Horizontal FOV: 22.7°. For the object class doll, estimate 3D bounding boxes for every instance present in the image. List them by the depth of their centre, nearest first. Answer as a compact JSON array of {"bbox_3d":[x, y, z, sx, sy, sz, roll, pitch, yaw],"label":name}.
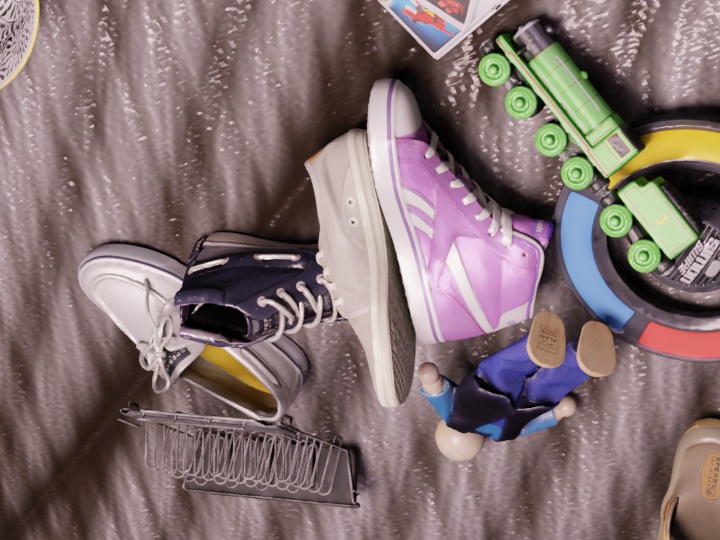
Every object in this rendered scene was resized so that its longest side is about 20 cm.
[{"bbox_3d":[0.107,0.091,1.340,0.136,0.049,0.200,12,150,-18],"label":"doll"}]

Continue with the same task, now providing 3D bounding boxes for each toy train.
[{"bbox_3d":[0.155,-0.085,1.200,0.056,0.042,0.200,-39,86,23],"label":"toy train"}]

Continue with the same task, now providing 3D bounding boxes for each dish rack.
[{"bbox_3d":[-0.095,0.144,1.403,0.153,0.055,0.200,2,167,19],"label":"dish rack"}]

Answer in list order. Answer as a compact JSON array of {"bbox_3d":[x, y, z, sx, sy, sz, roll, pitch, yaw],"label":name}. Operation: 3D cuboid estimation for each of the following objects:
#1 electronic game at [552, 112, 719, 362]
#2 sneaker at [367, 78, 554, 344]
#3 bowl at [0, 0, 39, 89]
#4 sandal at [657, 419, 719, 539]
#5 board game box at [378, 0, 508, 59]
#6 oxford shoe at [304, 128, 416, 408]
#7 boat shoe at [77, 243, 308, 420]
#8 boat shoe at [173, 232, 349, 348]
[{"bbox_3d":[0.232,-0.019,1.247,0.199,0.042,0.201,9,125,13],"label":"electronic game"},{"bbox_3d":[0.075,-0.050,1.267,0.114,0.073,0.201,-10,115,15],"label":"sneaker"},{"bbox_3d":[-0.300,-0.225,1.258,0.200,0.094,0.202,9,125,13],"label":"bowl"},{"bbox_3d":[0.266,0.205,1.373,0.080,0.054,0.201,7,125,14],"label":"sandal"},{"bbox_3d":[0.027,-0.248,1.165,0.200,0.035,0.126,44,125,-13],"label":"board game box"},{"bbox_3d":[0.000,0.000,1.286,0.057,0.075,0.201,-11,88,14],"label":"oxford shoe"},{"bbox_3d":[-0.141,0.059,1.404,0.202,0.086,0.075,33,127,-6],"label":"boat shoe"},{"bbox_3d":[-0.044,0.024,1.340,0.199,0.093,0.075,2,123,17],"label":"boat shoe"}]
